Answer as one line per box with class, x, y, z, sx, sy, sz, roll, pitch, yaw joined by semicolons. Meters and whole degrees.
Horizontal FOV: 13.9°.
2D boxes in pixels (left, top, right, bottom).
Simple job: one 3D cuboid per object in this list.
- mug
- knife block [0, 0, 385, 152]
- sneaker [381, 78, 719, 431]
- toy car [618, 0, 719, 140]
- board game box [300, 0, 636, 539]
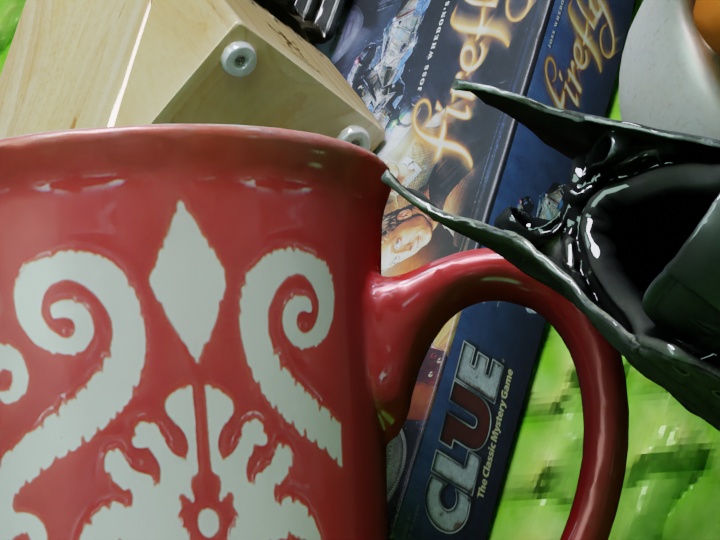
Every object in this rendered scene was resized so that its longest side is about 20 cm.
mug;-0.035;0.074;0.707;0.177;0.133;0.200;-11;76;33
knife block;-0.072;-0.057;0.907;0.200;0.064;0.176;-49;33;7
sneaker;0.099;0.019;0.638;0.200;0.104;0.060;31;86;49
toy car;0.117;-0.115;0.710;0.175;0.150;0.200;-34;38;28
board game box;0.000;0.000;0.856;0.135;0.035;0.200;-12;51;46
